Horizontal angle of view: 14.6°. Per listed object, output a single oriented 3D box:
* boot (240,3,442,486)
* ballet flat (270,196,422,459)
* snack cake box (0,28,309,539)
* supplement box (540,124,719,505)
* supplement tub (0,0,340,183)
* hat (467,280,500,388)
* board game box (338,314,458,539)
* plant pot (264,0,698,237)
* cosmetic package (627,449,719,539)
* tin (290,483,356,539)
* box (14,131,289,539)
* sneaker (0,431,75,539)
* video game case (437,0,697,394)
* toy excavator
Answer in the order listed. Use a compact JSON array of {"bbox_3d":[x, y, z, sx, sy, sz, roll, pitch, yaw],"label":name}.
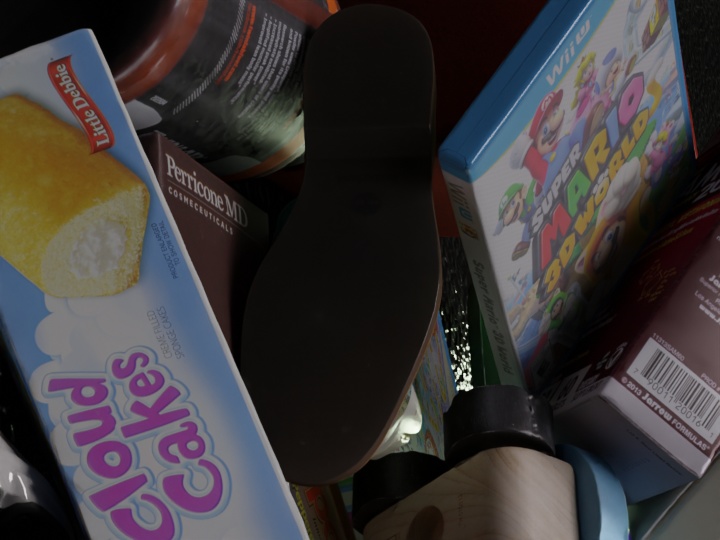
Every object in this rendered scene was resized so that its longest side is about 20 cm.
[{"bbox_3d":[0.000,0.000,1.101,0.076,0.073,0.200,80,18,-62],"label":"boot"},{"bbox_3d":[-0.005,0.036,1.192,0.071,0.069,0.200,60,13,-27],"label":"ballet flat"},{"bbox_3d":[-0.082,0.035,0.949,0.115,0.067,0.200,96,-29,-68],"label":"snack cake box"},{"bbox_3d":[0.156,0.007,1.245,0.061,0.109,0.200,40,67,-7],"label":"supplement box"},{"bbox_3d":[-0.071,-0.095,1.131,0.200,0.107,0.107,25,54,-64],"label":"supplement tub"},{"bbox_3d":[0.156,0.090,1.464,0.166,0.176,0.201,4,79,-81],"label":"hat"},{"bbox_3d":[0.017,0.092,1.347,0.134,0.034,0.201,-6,83,-70],"label":"board game box"},{"bbox_3d":[0.041,-0.117,1.340,0.200,0.176,0.201,29,51,-63],"label":"plant pot"},{"bbox_3d":[0.182,0.090,1.305,0.103,0.087,0.200,36,15,-11],"label":"cosmetic package"},{"bbox_3d":[-0.028,0.149,1.189,0.112,0.042,0.200,-38,112,-64],"label":"tin"},{"bbox_3d":[-0.078,0.061,1.065,0.100,0.075,0.201,36,43,-60],"label":"box"},{"bbox_3d":[-0.151,0.034,0.892,0.200,0.076,0.092,51,28,-51],"label":"sneaker"},{"bbox_3d":[0.091,-0.046,1.176,0.143,0.018,0.200,-53,154,-19],"label":"video game case"},{"bbox_3d":[0.078,0.157,1.246,0.200,0.194,0.100,24,49,-31],"label":"toy excavator"}]
